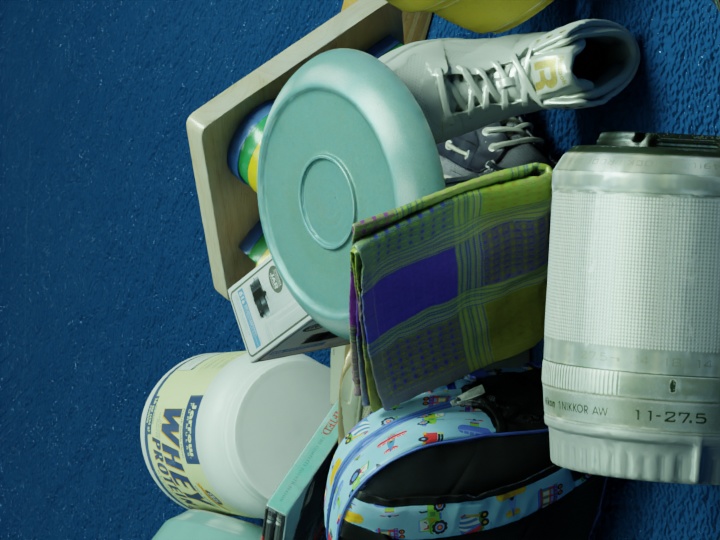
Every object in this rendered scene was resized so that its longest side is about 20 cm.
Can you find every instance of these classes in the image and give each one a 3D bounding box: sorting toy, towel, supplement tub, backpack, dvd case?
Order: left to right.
[{"bbox_3d":[-0.093,0.141,1.930,0.200,0.144,0.146,-9,80,63],"label":"supplement tub"},{"bbox_3d":[-0.039,0.192,1.700,0.146,0.022,0.201,-54,-17,-41],"label":"dvd case"},{"bbox_3d":[-0.026,-0.082,1.715,0.070,0.198,0.201,40,153,30],"label":"sorting toy"},{"bbox_3d":[0.059,0.159,1.545,0.135,0.198,0.184,-125,36,-50],"label":"backpack"},{"bbox_3d":[0.060,0.013,1.438,0.201,0.143,0.023,87,159,-55],"label":"towel"}]

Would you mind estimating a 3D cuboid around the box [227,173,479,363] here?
[{"bbox_3d":[0.000,0.000,1.621,0.200,0.116,0.061,-36,68,53],"label":"box"}]

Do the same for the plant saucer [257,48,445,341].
[{"bbox_3d":[-0.014,-0.047,1.504,0.199,0.027,0.202,16,110,51],"label":"plant saucer"}]

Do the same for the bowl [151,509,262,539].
[{"bbox_3d":[-0.114,0.275,1.946,0.200,0.200,0.106,-10,60,63],"label":"bowl"}]

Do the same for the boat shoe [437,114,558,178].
[{"bbox_3d":[0.102,-0.093,1.630,0.200,0.074,0.094,16,106,61],"label":"boat shoe"}]

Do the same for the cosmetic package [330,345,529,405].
[{"bbox_3d":[0.051,0.063,1.727,0.200,0.071,0.106,0,88,63],"label":"cosmetic package"}]

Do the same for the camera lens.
[{"bbox_3d":[0.191,0.020,1.348,0.160,0.159,0.202,7,95,63],"label":"camera lens"}]

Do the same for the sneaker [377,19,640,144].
[{"bbox_3d":[0.095,-0.133,1.517,0.115,0.199,0.074,-7,99,60],"label":"sneaker"}]

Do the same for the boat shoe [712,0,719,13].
[{"bbox_3d":[0.245,-0.179,1.364,0.200,0.060,0.076,47,129,55],"label":"boat shoe"}]

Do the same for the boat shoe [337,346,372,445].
[{"bbox_3d":[0.023,0.138,1.644,0.064,0.072,0.202,15,124,25],"label":"boat shoe"}]

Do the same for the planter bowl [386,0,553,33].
[{"bbox_3d":[0.105,-0.227,1.580,0.084,0.200,0.200,50,157,-15],"label":"planter bowl"}]

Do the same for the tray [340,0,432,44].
[{"bbox_3d":[0.002,-0.153,1.881,0.099,0.037,0.201,-126,44,-52],"label":"tray"}]
